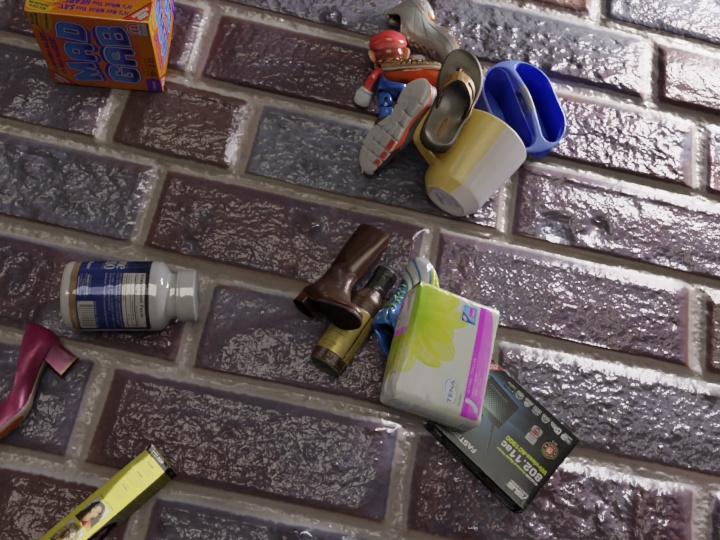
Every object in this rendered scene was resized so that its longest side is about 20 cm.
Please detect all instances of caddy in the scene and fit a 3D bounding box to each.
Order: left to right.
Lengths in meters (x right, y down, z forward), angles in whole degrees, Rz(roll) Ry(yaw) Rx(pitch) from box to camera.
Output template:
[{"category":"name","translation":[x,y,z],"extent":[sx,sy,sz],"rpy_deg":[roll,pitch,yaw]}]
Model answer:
[{"category":"caddy","translation":[0.300,-0.298,1.421],"extent":[0.141,0.105,0.201],"rpy_deg":[-13,71,-11]}]

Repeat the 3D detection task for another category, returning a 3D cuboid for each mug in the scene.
[{"category":"mug","translation":[0.177,-0.192,1.351],"extent":[0.186,0.149,0.153],"rpy_deg":[35,77,5]}]

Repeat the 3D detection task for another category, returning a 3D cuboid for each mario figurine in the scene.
[{"category":"mario figurine","translation":[0.059,-0.360,1.446],"extent":[0.123,0.106,0.201],"rpy_deg":[6,75,-44]}]

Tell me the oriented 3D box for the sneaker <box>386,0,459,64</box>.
[{"category":"sneaker","translation":[0.122,-0.449,1.484],"extent":[0.092,0.076,0.200],"rpy_deg":[-27,67,-8]}]

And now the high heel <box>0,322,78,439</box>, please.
[{"category":"high heel","translation":[-0.531,0.173,1.147],"extent":[0.096,0.067,0.200],"rpy_deg":[39,64,-2]}]

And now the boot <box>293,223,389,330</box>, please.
[{"category":"boot","translation":[0.000,0.000,1.242],"extent":[0.200,0.186,0.064],"rpy_deg":[-46,122,-21]}]

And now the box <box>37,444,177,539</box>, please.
[{"category":"box","translation":[-0.365,0.344,1.104],"extent":[0.200,0.075,0.050],"rpy_deg":[-41,76,-18]}]

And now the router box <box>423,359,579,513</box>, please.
[{"category":"router box","translation":[0.226,0.262,1.215],"extent":[0.200,0.062,0.150],"rpy_deg":[42,71,10]}]

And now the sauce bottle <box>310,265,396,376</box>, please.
[{"category":"sauce bottle","translation":[-0.006,0.080,1.258],"extent":[0.065,0.065,0.200],"rpy_deg":[33,67,6]}]

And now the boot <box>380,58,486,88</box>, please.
[{"category":"boot","translation":[0.128,-0.330,1.379],"extent":[0.199,0.075,0.108],"rpy_deg":[5,109,-16]}]

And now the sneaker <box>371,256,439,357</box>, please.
[{"category":"sneaker","translation":[0.074,0.062,1.247],"extent":[0.105,0.076,0.201],"rpy_deg":[23,61,-42]}]

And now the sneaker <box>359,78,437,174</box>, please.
[{"category":"sneaker","translation":[0.080,-0.245,1.360],"extent":[0.082,0.200,0.077],"rpy_deg":[15,35,-45]}]

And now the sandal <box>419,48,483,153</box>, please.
[{"category":"sandal","translation":[0.154,-0.291,1.269],"extent":[0.082,0.055,0.200],"rpy_deg":[24,71,4]}]

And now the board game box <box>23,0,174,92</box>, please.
[{"category":"board game box","translation":[-0.449,-0.464,1.340],"extent":[0.199,0.200,0.201],"rpy_deg":[4,69,-6]}]

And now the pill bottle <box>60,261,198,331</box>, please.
[{"category":"pill bottle","translation":[-0.362,0.040,1.202],"extent":[0.199,0.111,0.111],"rpy_deg":[0,69,-7]}]

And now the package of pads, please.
[{"category":"package of pads","translation":[0.122,0.131,1.170],"extent":[0.154,0.068,0.201],"rpy_deg":[21,65,-14]}]
